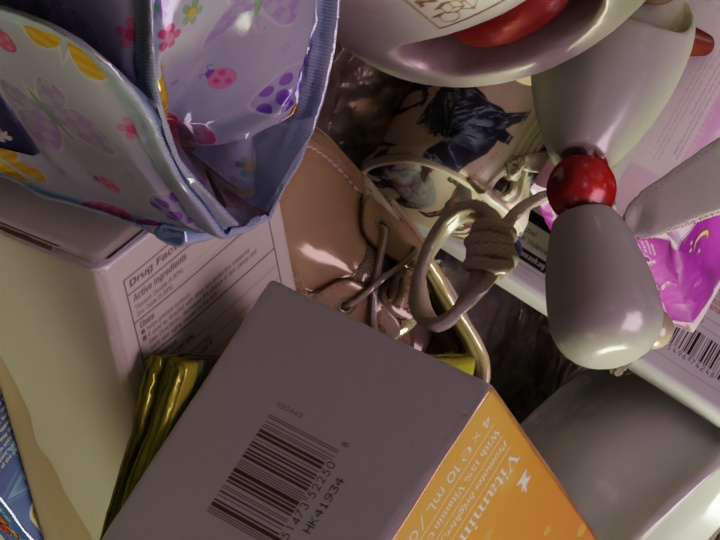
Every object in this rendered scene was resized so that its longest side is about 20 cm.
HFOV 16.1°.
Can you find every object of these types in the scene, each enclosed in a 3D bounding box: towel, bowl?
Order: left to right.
[{"bbox_3d":[-0.024,0.070,0.950,0.200,0.018,0.086,2,110,-57],"label":"towel"},{"bbox_3d":[0.119,0.112,1.269,0.201,0.090,0.201,-40,165,-14],"label":"bowl"}]

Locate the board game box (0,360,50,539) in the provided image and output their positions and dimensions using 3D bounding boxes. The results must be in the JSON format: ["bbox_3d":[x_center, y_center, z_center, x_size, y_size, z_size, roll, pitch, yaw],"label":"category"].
[{"bbox_3d":[-0.097,0.002,0.997,0.200,0.034,0.135,-54,143,-22],"label":"board game box"}]

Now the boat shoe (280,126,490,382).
[{"bbox_3d":[0.000,0.000,1.042,0.072,0.065,0.200,-58,146,-16],"label":"boat shoe"}]

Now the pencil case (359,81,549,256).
[{"bbox_3d":[0.084,-0.102,1.141,0.078,0.089,0.200,47,68,-39],"label":"pencil case"}]

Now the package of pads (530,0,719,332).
[{"bbox_3d":[0.157,-0.084,1.124,0.200,0.076,0.121,-60,156,-13],"label":"package of pads"}]

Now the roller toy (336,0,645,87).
[{"bbox_3d":[0.029,-0.171,0.945,0.140,0.200,0.183,31,88,-55],"label":"roller toy"}]

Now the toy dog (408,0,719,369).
[{"bbox_3d":[0.107,-0.051,1.005,0.096,0.132,0.200,22,76,-35],"label":"toy dog"}]

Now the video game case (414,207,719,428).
[{"bbox_3d":[0.152,-0.042,1.197,0.183,0.200,0.022,-58,-178,-15],"label":"video game case"}]

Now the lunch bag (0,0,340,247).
[{"bbox_3d":[-0.098,-0.116,0.818,0.127,0.169,0.200,-24,126,-47],"label":"lunch bag"}]

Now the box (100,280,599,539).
[{"bbox_3d":[0.006,0.113,0.916,0.125,0.097,0.200,-57,149,-13],"label":"box"}]

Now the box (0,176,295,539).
[{"bbox_3d":[-0.075,0.042,0.947,0.095,0.078,0.200,-40,136,-36],"label":"box"}]
